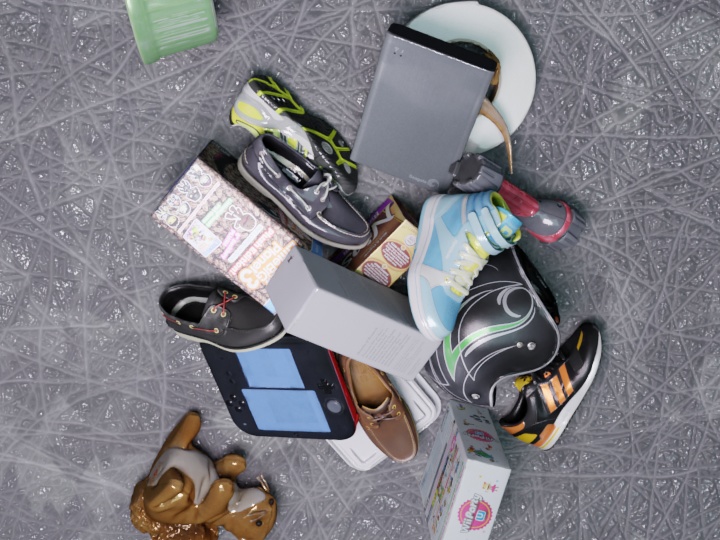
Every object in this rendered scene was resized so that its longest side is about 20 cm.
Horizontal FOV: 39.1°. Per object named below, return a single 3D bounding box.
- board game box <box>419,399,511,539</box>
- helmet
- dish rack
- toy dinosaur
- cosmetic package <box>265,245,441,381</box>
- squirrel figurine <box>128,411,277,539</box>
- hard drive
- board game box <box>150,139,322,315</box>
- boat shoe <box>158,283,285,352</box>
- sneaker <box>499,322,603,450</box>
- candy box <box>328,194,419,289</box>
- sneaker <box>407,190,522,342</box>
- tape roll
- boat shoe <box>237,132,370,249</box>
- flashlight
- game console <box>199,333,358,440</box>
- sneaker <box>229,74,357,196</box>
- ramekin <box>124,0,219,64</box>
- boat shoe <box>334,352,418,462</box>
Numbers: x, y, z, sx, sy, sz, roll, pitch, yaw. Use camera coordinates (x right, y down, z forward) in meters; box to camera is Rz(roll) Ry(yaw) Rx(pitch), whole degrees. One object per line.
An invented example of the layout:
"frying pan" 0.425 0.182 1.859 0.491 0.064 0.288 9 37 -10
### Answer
"board game box" 0.140 0.287 1.399 0.064 0.200 0.148 15 104 -6
"helmet" 0.162 0.075 1.352 0.191 0.200 0.200 -31 104 16
"dish rack" 0.003 0.184 1.449 0.172 0.044 0.200 -38 104 7
"toy dinosaur" 0.144 -0.226 1.308 0.200 0.060 0.106 30 131 -6
"cosmetic package" -0.008 0.055 1.249 0.200 0.101 0.071 26 109 -33
"squirrel figurine" -0.222 0.340 1.456 0.187 0.142 0.200 33 116 -20
"hard drive" 0.076 -0.201 1.292 0.139 0.033 0.200 21 133 3
"board game box" -0.154 -0.060 1.318 0.200 0.159 0.097 39 100 -12
"boat shoe" -0.185 0.060 1.349 0.201 0.074 0.063 5 142 33
"sneaker" 0.268 0.157 1.435 0.090 0.070 0.200 21 105 -10
"candy box" 0.000 0.000 1.359 0.056 0.117 0.200 40 101 -19
"sneaker" 0.132 -0.014 1.236 0.130 0.200 0.080 -11 151 36
"tape roll" 0.130 -0.252 1.338 0.202 0.037 0.203 0 106 -1
"boat shoe" -0.065 -0.101 1.299 0.200 0.073 0.063 36 136 -4
"flashlight" 0.210 -0.091 1.329 0.200 0.068 0.068 27 122 -36
"game console" -0.110 0.159 1.385 0.200 0.031 0.177 -2 127 26
"sneaker" -0.086 -0.169 1.346 0.200 0.075 0.076 44 120 -9
"ramekin" -0.236 -0.357 1.221 0.098 0.200 0.200 -13 105 -6
"boat shoe" 0.022 0.185 1.393 0.072 0.068 0.200 -25 105 5
